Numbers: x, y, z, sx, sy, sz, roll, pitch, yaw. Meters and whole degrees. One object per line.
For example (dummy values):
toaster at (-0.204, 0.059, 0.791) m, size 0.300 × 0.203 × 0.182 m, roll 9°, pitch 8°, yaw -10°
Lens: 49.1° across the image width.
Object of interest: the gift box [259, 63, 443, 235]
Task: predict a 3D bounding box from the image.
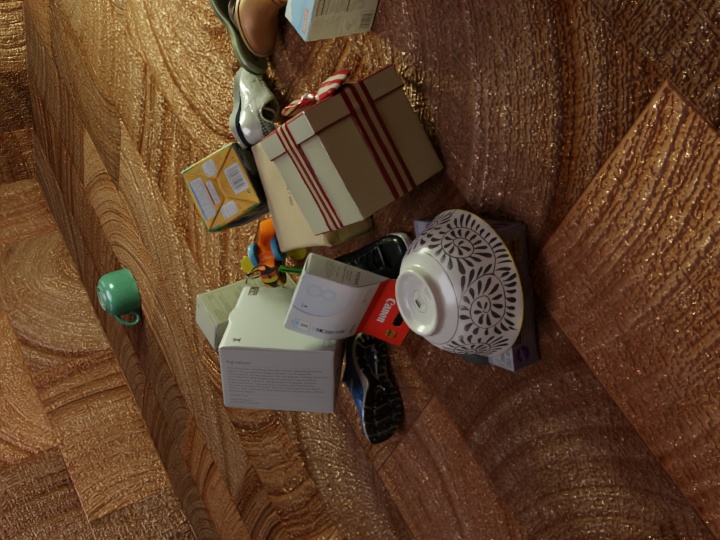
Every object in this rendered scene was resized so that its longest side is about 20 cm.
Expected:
gift box at (-0.012, -0.181, 1.125) m, size 0.184 × 0.200 × 0.187 m, roll -14°, pitch 109°, yaw 57°

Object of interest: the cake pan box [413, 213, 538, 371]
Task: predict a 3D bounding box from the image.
cake pan box at (0.156, 0.027, 1.079) m, size 0.184 × 0.052 × 0.201 m, roll 18°, pitch 121°, yaw 58°

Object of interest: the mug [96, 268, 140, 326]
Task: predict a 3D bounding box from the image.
mug at (-0.840, 0.093, 2.738) m, size 0.185 × 0.114 × 0.152 m, roll 55°, pitch 146°, yaw 28°

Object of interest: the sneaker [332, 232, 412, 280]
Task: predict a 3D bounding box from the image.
sneaker at (0.000, 0.000, 1.264) m, size 0.200 × 0.111 × 0.073 m, roll -27°, pitch 83°, yaw 60°

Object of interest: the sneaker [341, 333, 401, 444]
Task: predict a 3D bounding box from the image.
sneaker at (0.016, 0.207, 1.402) m, size 0.089 × 0.078 × 0.201 m, roll 172°, pitch 89°, yaw -67°

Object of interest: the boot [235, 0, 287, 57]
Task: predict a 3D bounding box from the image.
boot at (-0.145, -0.446, 1.298) m, size 0.155 × 0.073 × 0.201 m, roll 33°, pitch 132°, yaw 51°

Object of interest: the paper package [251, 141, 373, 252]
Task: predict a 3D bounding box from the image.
paper package at (-0.086, -0.141, 1.343) m, size 0.190 × 0.103 × 0.201 m, roll -6°, pitch 102°, yaw 60°

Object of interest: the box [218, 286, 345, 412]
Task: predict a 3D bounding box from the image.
box at (-0.130, 0.136, 1.399) m, size 0.199 × 0.199 × 0.131 m, roll -81°, pitch -8°, yaw -60°

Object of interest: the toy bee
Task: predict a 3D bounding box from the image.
toy bee at (-0.178, -0.008, 1.536) m, size 0.130 × 0.200 × 0.109 m, roll -2°, pitch 129°, yaw 31°

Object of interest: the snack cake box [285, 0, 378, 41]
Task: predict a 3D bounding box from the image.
snack cake box at (-0.025, -0.420, 1.072) m, size 0.067 × 0.115 × 0.200 m, roll 55°, pitch 146°, yaw 28°

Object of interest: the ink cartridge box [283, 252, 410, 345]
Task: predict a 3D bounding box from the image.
ink cartridge box at (-0.010, 0.064, 1.252) m, size 0.160 × 0.199 × 0.047 m, roll 115°, pitch 173°, yaw -50°

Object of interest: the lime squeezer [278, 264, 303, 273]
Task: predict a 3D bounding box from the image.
lime squeezer at (-0.044, 0.026, 1.408) m, size 0.199 × 0.071 × 0.038 m, roll 33°, pitch 122°, yaw 7°

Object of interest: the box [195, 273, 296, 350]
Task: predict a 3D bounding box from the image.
box at (-0.225, 0.075, 1.596) m, size 0.095 × 0.199 × 0.078 m, roll 51°, pitch 145°, yaw 32°

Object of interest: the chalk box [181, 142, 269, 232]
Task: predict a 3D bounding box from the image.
chalk box at (-0.221, -0.160, 1.490) m, size 0.123 × 0.200 × 0.125 m, roll -26°, pitch 89°, yaw 18°

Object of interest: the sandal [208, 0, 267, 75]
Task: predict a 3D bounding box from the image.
sandal at (-0.210, -0.454, 1.423) m, size 0.057 × 0.080 × 0.202 m, roll -25°, pitch 90°, yaw 43°

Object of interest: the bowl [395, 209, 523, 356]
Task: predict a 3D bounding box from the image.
bowl at (0.108, 0.030, 1.018) m, size 0.201 × 0.094 × 0.202 m, roll 36°, pitch 136°, yaw 46°

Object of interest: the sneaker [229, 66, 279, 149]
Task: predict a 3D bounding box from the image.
sneaker at (-0.184, -0.304, 1.431) m, size 0.076 × 0.080 × 0.201 m, roll 50°, pitch -152°, yaw -48°
